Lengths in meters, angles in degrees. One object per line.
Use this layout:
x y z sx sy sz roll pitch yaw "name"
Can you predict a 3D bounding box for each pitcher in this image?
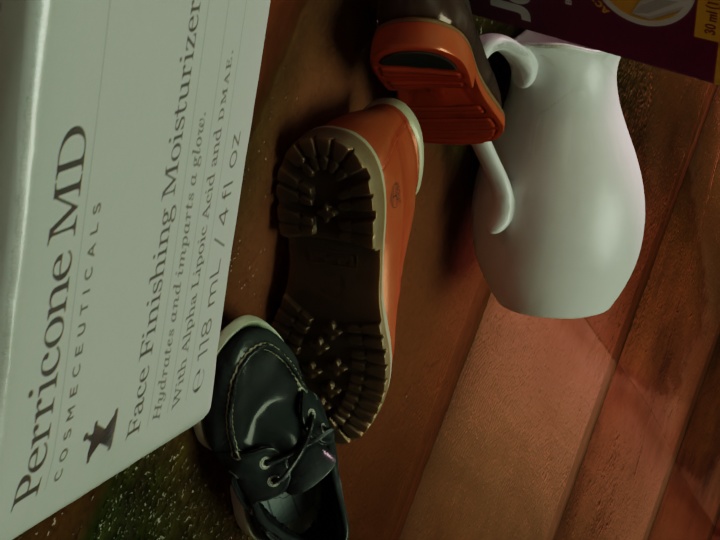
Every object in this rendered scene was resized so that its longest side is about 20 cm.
0.121 -0.069 1.320 0.171 0.121 0.201 -13 110 -43 "pitcher"

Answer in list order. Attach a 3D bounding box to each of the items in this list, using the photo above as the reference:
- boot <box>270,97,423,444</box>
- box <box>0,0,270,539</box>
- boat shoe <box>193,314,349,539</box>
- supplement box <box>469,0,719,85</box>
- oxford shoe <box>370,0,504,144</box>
0.000 0.000 1.106 0.107 0.075 0.201 -48 148 -57 "boot"
-0.138 -0.059 0.515 0.131 0.199 0.200 -31 135 -61 "box"
-0.042 0.103 1.071 0.074 0.066 0.200 -42 148 -28 "boat shoe"
0.157 -0.210 1.147 0.103 0.199 0.131 -54 153 -38 "supplement box"
0.049 -0.126 1.133 0.200 0.071 0.073 66 26 -73 "oxford shoe"
